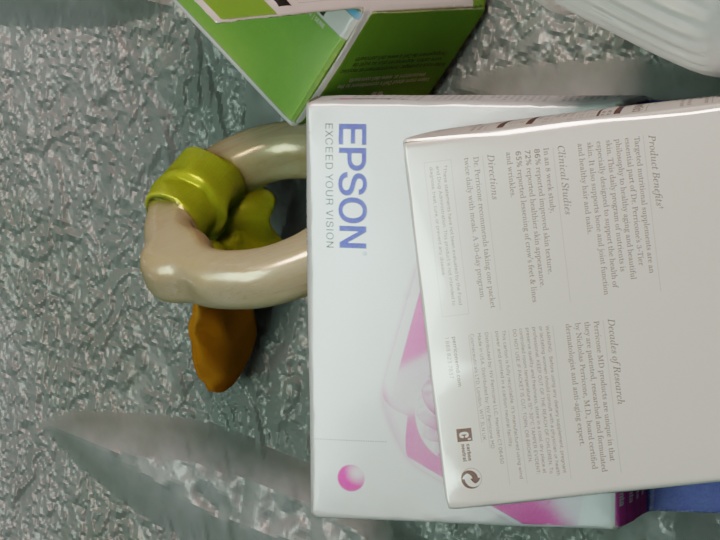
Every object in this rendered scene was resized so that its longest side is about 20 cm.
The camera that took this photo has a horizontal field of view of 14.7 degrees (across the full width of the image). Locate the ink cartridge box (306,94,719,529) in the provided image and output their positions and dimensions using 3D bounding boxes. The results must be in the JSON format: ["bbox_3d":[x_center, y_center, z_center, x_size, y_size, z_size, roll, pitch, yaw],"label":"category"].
[{"bbox_3d":[0.075,0.018,1.279,0.199,0.043,0.197,1,99,11],"label":"ink cartridge box"}]

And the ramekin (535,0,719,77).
[{"bbox_3d":[0.158,-0.174,1.146,0.105,0.200,0.200,34,117,19],"label":"ramekin"}]

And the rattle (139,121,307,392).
[{"bbox_3d":[0.000,0.000,1.382,0.199,0.130,0.143,-9,111,9],"label":"rattle"}]

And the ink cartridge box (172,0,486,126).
[{"bbox_3d":[-0.060,-0.141,1.315,0.148,0.200,0.076,47,123,23],"label":"ink cartridge box"}]

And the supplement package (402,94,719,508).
[{"bbox_3d":[0.132,0.005,1.169,0.199,0.151,0.152,-6,94,8],"label":"supplement package"}]
